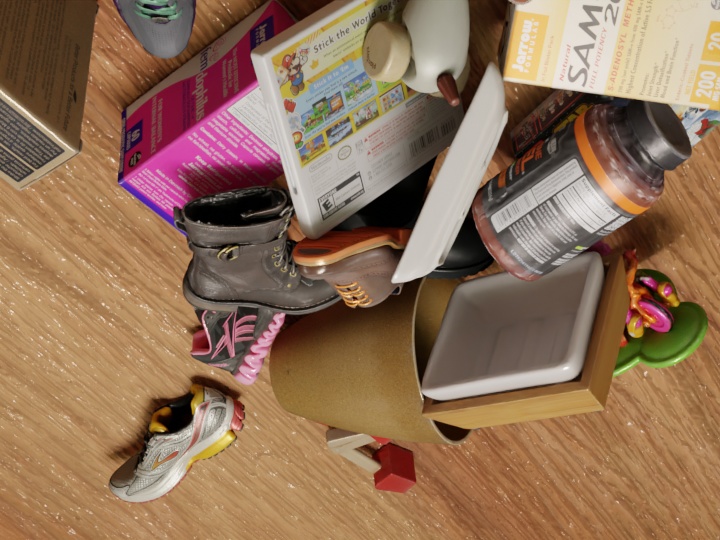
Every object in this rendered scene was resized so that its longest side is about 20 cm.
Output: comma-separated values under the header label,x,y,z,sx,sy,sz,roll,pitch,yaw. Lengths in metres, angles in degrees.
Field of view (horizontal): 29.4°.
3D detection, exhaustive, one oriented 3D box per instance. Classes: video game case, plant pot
label,x,y,z,sx,sy,sz,roll,pitch,yaw
video game case,0.005,-0.153,1.198,0.199,0.023,0.184,-35,129,-27
plant pot,0.008,0.098,1.480,0.197,0.188,0.187,-7,140,27

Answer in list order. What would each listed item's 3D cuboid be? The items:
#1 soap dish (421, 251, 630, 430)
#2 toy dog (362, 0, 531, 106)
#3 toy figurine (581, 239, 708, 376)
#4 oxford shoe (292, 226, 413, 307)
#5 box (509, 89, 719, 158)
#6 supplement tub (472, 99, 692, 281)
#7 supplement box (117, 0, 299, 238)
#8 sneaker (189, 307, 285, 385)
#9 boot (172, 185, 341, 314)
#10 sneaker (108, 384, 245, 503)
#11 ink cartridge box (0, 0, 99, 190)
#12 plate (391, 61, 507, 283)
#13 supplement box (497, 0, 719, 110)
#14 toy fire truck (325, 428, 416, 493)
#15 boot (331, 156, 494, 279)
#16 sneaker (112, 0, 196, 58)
label,x,y,z,sx,sy,sz,roll,pitch,yaw
soap dish,0.165,0.074,1.339,0.198,0.159,0.081,-14,133,40
toy dog,0.078,-0.218,1.123,0.130,0.096,0.202,-16,132,-24
toy figurine,0.233,0.003,1.402,0.184,0.199,0.151,47,73,-28
oxford shoe,0.000,0.000,1.256,0.070,0.074,0.199,3,-174,27
box,0.261,-0.152,1.322,0.136,0.040,0.200,29,126,-30
supplement tub,0.206,-0.081,1.266,0.106,0.108,0.199,32,128,-33
supplement box,-0.119,-0.137,1.255,0.199,0.102,0.103,-31,132,24
sneaker,-0.131,0.041,1.469,0.094,0.080,0.201,19,131,-9
boot,-0.080,-0.023,1.278,0.197,0.070,0.175,-8,155,-15
sneaker,-0.230,0.199,1.622,0.199,0.078,0.082,-40,124,19
ink cartridge box,-0.299,-0.191,1.108,0.075,0.202,0.165,-28,132,23
plate,0.088,-0.078,1.223,0.032,0.200,0.202,24,93,5
supplement box,0.226,-0.220,1.186,0.197,0.074,0.128,7,119,-2
toy fire truck,0.006,0.191,1.647,0.198,0.049,0.141,22,130,-26
boot,0.053,-0.075,1.360,0.195,0.074,0.164,5,136,-5
sneaker,-0.181,-0.245,1.144,0.073,0.088,0.202,-5,136,0
